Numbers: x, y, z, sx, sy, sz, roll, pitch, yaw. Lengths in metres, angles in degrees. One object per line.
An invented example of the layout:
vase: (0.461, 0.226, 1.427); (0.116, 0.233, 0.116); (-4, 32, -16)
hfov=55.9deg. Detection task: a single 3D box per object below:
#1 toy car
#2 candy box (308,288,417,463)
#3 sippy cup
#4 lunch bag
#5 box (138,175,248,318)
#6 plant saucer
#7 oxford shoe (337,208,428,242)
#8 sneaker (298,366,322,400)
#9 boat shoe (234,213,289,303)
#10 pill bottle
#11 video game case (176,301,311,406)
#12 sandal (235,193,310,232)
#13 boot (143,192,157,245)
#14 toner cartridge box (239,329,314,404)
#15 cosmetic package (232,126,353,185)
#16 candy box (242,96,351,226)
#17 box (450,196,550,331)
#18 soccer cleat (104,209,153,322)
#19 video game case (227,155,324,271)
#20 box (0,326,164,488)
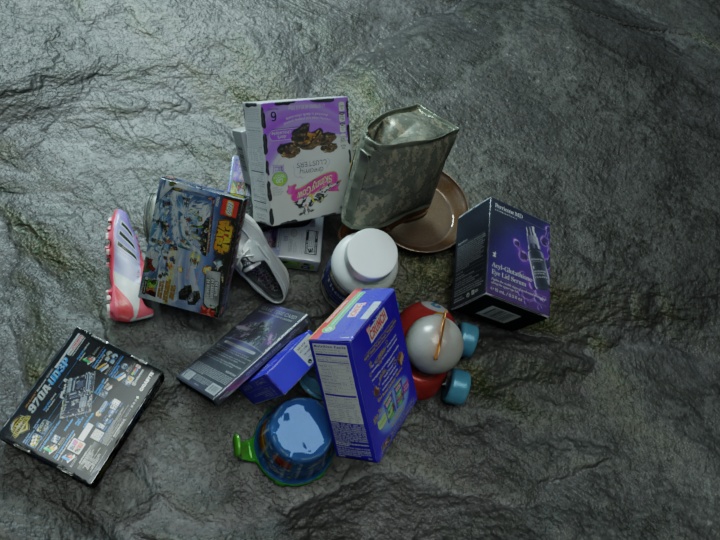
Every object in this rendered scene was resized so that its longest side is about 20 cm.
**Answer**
toy car: (0.119, 0.113, 1.125); (0.184, 0.200, 0.177); (18, 63, -4)
candy box: (0.009, 0.150, 1.006); (0.077, 0.200, 0.169); (-1, 22, 26)
sippy cup: (-0.096, 0.257, 1.052); (0.140, 0.130, 0.178); (44, 64, 9)
lunch bag: (0.047, -0.170, 1.123); (0.118, 0.164, 0.200); (37, 40, 24)
box: (-0.266, -0.037, 1.082); (0.137, 0.040, 0.200); (15, 103, 1)
plant saucer: (0.112, -0.118, 1.322); (0.200, 0.037, 0.201); (5, 65, -11)
oxford shoe: (0.045, -0.105, 1.245); (0.200, 0.071, 0.071); (-29, 76, -21)
sneaker: (-0.023, 0.134, 1.108); (0.079, 0.096, 0.200); (39, 27, 0)
boat shoe: (-0.187, -0.021, 1.139); (0.072, 0.200, 0.069); (-25, 34, 7)
pill bottle: (0.000, 0.000, 1.145); (0.111, 0.200, 0.111); (3, 74, -11)
video game case: (-0.190, 0.127, 1.097); (0.200, 0.143, 0.019); (-41, 118, -25)
sandal: (-0.181, -0.093, 1.197); (0.200, 0.048, 0.075); (-1, 64, -27)
boot: (-0.297, -0.045, 1.171); (0.130, 0.068, 0.200); (-10, 76, 0)
toner cartridge box: (-0.125, 0.154, 1.053); (0.043, 0.200, 0.095); (48, 65, -3)
cosmetic package: (-0.119, -0.226, 1.229); (0.200, 0.071, 0.102); (-16, 109, -19)
candy box: (-0.101, -0.188, 1.151); (0.168, 0.072, 0.200); (-14, 110, -33)
box: (0.259, -0.010, 1.245); (0.148, 0.104, 0.200); (19, 63, -23)
soccer cleat: (-0.392, -0.008, 1.152); (0.076, 0.067, 0.200); (0, 67, -21)
video game case: (-0.159, -0.106, 1.253); (0.181, 0.045, 0.200); (8, 64, -10)
box: (-0.425, 0.209, 1.051); (0.159, 0.046, 0.200); (27, 63, 1)
